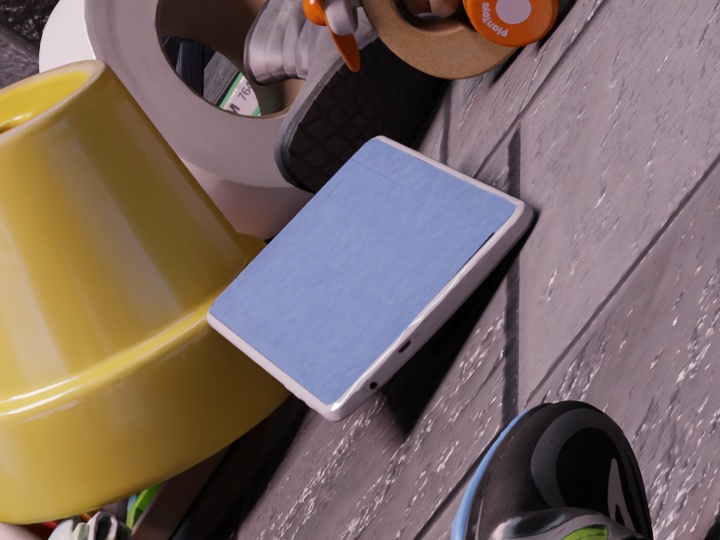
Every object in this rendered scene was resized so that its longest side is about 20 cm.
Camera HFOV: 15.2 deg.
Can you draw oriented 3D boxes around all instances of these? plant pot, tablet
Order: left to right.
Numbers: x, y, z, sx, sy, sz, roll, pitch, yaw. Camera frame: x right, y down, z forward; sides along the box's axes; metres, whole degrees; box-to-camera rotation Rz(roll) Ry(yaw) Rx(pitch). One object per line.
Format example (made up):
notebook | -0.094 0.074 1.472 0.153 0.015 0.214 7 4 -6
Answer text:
plant pot | -0.149 0.001 1.411 0.200 0.189 0.201 -22 17 7
tablet | 0.000 0.000 1.261 0.130 0.014 0.200 -46 22 -5

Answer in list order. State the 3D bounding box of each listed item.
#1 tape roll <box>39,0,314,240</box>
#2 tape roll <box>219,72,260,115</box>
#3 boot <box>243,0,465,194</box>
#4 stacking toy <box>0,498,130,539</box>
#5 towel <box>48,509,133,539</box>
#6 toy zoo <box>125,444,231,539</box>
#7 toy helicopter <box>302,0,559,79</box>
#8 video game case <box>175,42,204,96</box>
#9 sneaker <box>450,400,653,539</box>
tape roll | -0.088 -0.119 1.617 0.071 0.202 0.203 -46 17 48
tape roll | -0.060 -0.107 1.845 0.201 0.048 0.201 -54 12 17
boot | -0.019 -0.114 1.535 0.131 0.070 0.200 -1 42 44
stacking toy | -0.182 0.170 1.524 0.146 0.146 0.200 -53 -3 26
towel | -0.171 0.236 1.341 0.200 0.048 0.171 -53 27 27
toy zoo | -0.092 0.074 1.581 0.131 0.020 0.200 -55 12 18
toy helicopter | 0.006 -0.176 1.367 0.132 0.200 0.079 -32 23 26
video game case | -0.120 -0.029 1.718 0.200 0.019 0.143 109 163 -56
sneaker | 0.072 0.100 0.730 0.083 0.071 0.200 -48 20 24
